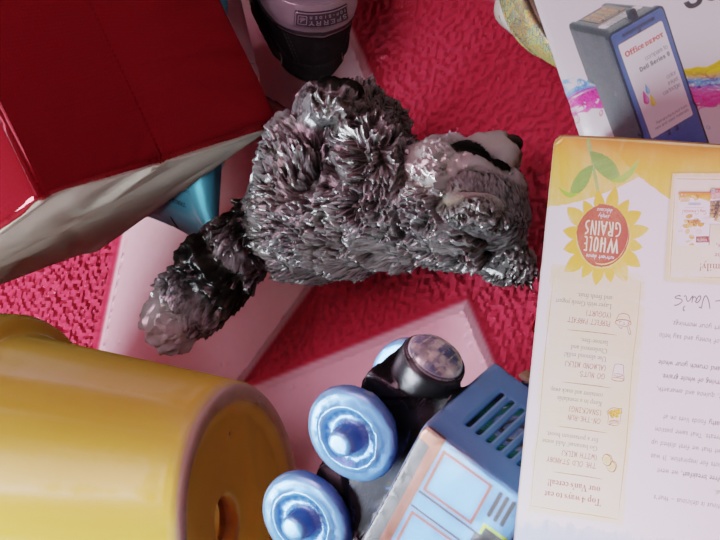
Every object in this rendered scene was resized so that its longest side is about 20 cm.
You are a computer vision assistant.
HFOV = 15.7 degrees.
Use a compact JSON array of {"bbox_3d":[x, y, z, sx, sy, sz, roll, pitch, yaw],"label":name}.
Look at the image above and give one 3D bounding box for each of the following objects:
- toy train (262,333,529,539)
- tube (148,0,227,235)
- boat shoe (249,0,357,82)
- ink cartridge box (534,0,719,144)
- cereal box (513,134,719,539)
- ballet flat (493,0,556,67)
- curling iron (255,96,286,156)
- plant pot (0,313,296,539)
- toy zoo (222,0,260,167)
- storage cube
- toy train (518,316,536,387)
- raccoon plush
[{"bbox_3d":[0.017,0.121,1.192,0.114,0.087,0.200,37,126,15],"label":"toy train"},{"bbox_3d":[-0.094,-0.116,1.363,0.077,0.050,0.201,28,119,57],"label":"tube"},{"bbox_3d":[-0.044,-0.181,1.417,0.200,0.068,0.057,-104,12,-46],"label":"boat shoe"},{"bbox_3d":[0.169,-0.083,1.116,0.145,0.087,0.201,-18,88,36],"label":"ink cartridge box"},{"bbox_3d":[0.138,0.049,1.065,0.143,0.039,0.201,7,91,33],"label":"cereal box"},{"bbox_3d":[0.085,-0.158,1.299,0.071,0.071,0.201,-35,54,26],"label":"ballet flat"},{"bbox_3d":[-0.082,-0.093,1.439,0.200,0.026,0.050,40,102,44],"label":"curling iron"},{"bbox_3d":[-0.142,0.121,1.301,0.188,0.201,0.202,-1,71,26],"label":"plant pot"},{"bbox_3d":[-0.108,-0.138,1.438,0.131,0.020,0.201,-36,61,50],"label":"toy zoo"},{"bbox_3d":[-0.182,-0.100,1.302,0.200,0.171,0.180,-30,84,43],"label":"storage cube"},{"bbox_3d":[0.105,0.022,1.212,0.034,0.046,0.200,33,96,44],"label":"toy train"},{"bbox_3d":[0.000,0.000,1.285,0.200,0.097,0.134,-53,52,12],"label":"raccoon plush"}]
